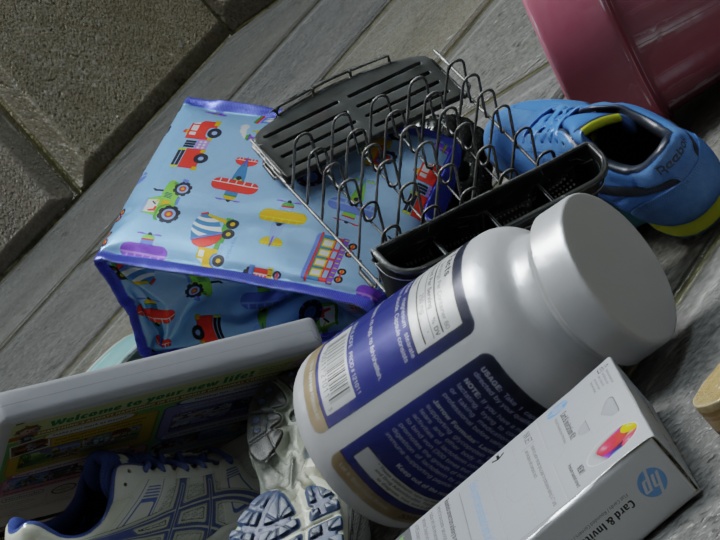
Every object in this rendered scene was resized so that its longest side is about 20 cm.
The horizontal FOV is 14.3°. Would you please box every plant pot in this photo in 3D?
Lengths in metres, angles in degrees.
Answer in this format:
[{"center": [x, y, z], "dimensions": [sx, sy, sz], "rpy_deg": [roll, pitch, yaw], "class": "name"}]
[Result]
[{"center": [0.206, -0.201, 1.918], "dimensions": [0.178, 0.201, 0.200], "rpy_deg": [-23, 15, 13], "class": "plant pot"}]

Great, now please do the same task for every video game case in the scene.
[{"center": [-0.133, 0.099, 1.702], "dimensions": [0.199, 0.022, 0.182], "rpy_deg": [-13, -25, -22], "class": "video game case"}]

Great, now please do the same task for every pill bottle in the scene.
[{"center": [0.068, 0.048, 1.567], "dimensions": [0.200, 0.116, 0.116], "rpy_deg": [-35, 12, 30], "class": "pill bottle"}]

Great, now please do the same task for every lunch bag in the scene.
[{"center": [-0.036, -0.026, 1.742], "dimensions": [0.199, 0.094, 0.151], "rpy_deg": [0, 44, 28], "class": "lunch bag"}]

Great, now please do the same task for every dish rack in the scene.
[{"center": [0.033, -0.066, 1.692], "dimensions": [0.153, 0.055, 0.200], "rpy_deg": [-25, 49, -21], "class": "dish rack"}]

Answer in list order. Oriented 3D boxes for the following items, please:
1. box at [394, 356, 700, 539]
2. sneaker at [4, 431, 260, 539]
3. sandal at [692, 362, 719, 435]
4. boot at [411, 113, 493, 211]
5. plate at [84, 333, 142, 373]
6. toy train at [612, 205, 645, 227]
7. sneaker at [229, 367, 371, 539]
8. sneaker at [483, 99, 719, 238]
[{"center": [0.069, 0.137, 1.414], "dimensions": [0.200, 0.041, 0.156], "rpy_deg": [-42, 11, 6], "class": "box"}, {"center": [-0.116, 0.134, 1.669], "dimensions": [0.200, 0.089, 0.075], "rpy_deg": [-35, 19, -28], "class": "sneaker"}, {"center": [0.221, -0.017, 1.398], "dimensions": [0.212, 0.070, 0.078], "rpy_deg": [-46, 12, -24], "class": "sandal"}, {"center": [0.002, 0.001, 1.813], "dimensions": [0.210, 0.080, 0.158], "rpy_deg": [-28, 34, 12], "class": "boot"}, {"center": [-0.178, 0.103, 1.906], "dimensions": [0.201, 0.026, 0.200], "rpy_deg": [-52, -9, -12], "class": "plate"}, {"center": [0.127, -0.028, 1.822], "dimensions": [0.200, 0.056, 0.150], "rpy_deg": [-41, 11, 4], "class": "toy train"}, {"center": [-0.024, 0.153, 1.623], "dimensions": [0.077, 0.085, 0.201], "rpy_deg": [-10, 46, 23], "class": "sneaker"}, {"center": [0.137, -0.080, 1.725], "dimensions": [0.200, 0.078, 0.066], "rpy_deg": [22, 71, 49], "class": "sneaker"}]
